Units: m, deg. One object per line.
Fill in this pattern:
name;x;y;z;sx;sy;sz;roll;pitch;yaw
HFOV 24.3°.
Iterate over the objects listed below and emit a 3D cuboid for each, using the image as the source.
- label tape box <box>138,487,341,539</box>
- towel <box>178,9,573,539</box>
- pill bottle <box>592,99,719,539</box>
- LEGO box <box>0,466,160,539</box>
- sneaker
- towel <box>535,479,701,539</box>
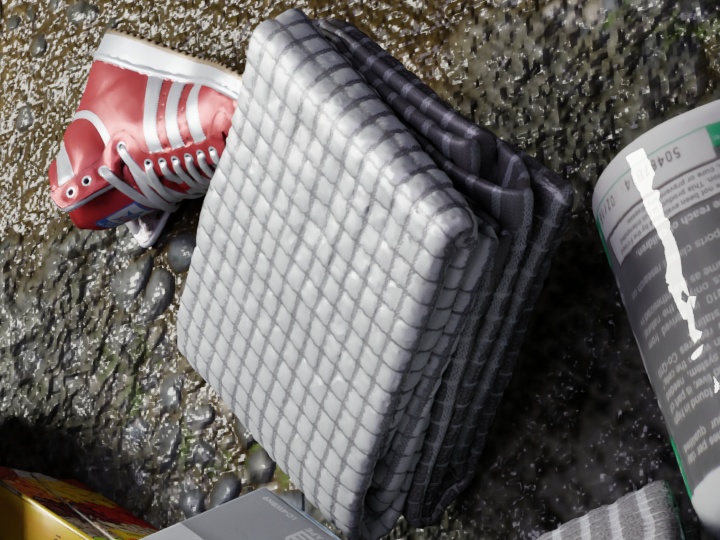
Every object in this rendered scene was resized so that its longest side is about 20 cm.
label tape box;-0.101;0.193;0.705;0.066;0.200;0.143;28;122;35
towel;0.000;0.000;0.762;0.166;0.086;0.200;47;134;36
pill bottle;0.171;0.039;0.651;0.113;0.113;0.200;-29;60;26
LEGO box;-0.167;0.221;0.865;0.149;0.077;0.200;23;90;38
sneaker;-0.094;-0.057;0.901;0.200;0.071;0.113;23;86;46
towel;0.057;0.151;0.609;0.165;0.200;0.086;-28;94;9
